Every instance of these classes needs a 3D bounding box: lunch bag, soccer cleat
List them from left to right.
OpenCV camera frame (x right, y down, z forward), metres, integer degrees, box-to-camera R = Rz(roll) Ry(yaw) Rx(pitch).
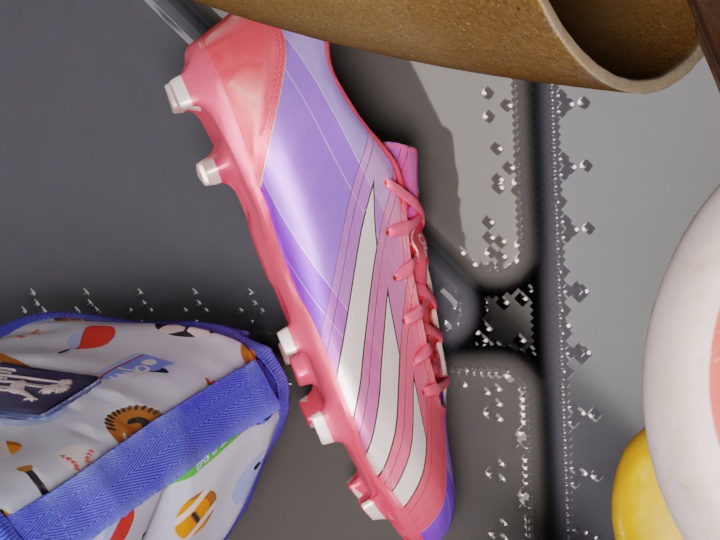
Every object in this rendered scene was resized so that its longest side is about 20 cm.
[{"bbox_3d":[-0.133,0.096,0.835,0.200,0.170,0.124,-33,91,36],"label":"lunch bag"},{"bbox_3d":[0.000,0.000,0.855,0.076,0.067,0.200,-25,96,-4],"label":"soccer cleat"}]

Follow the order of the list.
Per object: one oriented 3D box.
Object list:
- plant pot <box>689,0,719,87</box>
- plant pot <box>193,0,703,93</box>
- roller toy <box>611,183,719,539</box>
[{"bbox_3d":[0.175,-0.124,0.636,0.198,0.200,0.201,-20,93,6],"label":"plant pot"},{"bbox_3d":[-0.001,-0.149,0.780,0.200,0.186,0.187,2,100,31],"label":"plant pot"},{"bbox_3d":[0.185,0.038,0.758,0.182,0.140,0.200,23,94,15],"label":"roller toy"}]
